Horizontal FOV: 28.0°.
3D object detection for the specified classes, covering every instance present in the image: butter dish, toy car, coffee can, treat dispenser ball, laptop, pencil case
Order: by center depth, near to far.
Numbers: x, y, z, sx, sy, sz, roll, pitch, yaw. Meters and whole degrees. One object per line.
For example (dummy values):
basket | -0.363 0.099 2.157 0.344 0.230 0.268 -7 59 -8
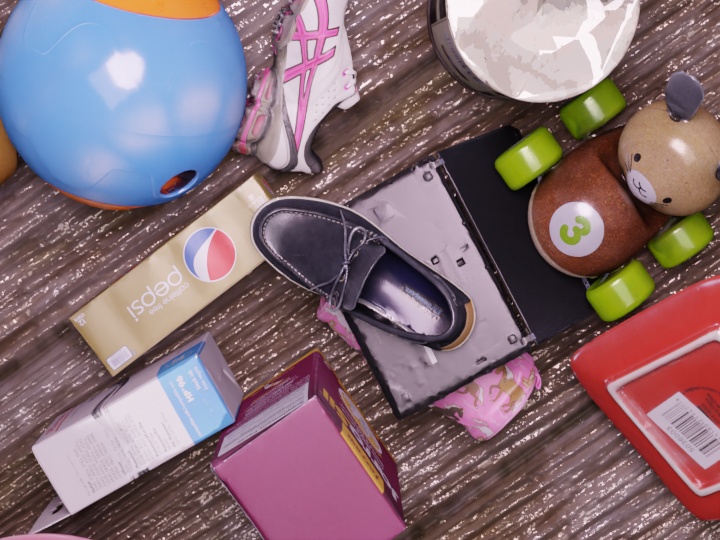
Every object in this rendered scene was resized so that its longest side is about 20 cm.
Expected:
coffee can | 0.131 -0.208 1.143 0.144 0.200 0.149 0 98 -1
treat dispenser ball | -0.188 -0.150 1.144 0.197 0.201 0.204 0 97 -1
toy car | 0.232 -0.077 1.146 0.157 0.200 0.165 -37 92 -24
laptop | 0.082 -0.003 1.209 0.198 0.103 0.179 -29 85 7
butter dish | 0.314 0.081 1.218 0.200 0.148 0.199 48 134 -8
pencil case | 0.058 0.059 1.237 0.199 0.087 0.083 38 52 -5

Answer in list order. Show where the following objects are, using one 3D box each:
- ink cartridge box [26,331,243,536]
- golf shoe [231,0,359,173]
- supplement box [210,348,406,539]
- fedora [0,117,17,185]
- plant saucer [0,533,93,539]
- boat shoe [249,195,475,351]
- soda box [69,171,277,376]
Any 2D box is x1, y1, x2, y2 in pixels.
ink cartridge box | -0.203 0.136 1.223 0.198 0.116 0.068 -30 96 2
golf shoe | -0.036 -0.180 1.212 0.091 0.073 0.202 21 106 -10
supplement box | -0.041 0.159 1.187 0.103 0.200 0.132 -34 98 4
fedora | -0.340 -0.115 1.181 0.081 0.200 0.202 -33 98 -29
plant saucer | -0.263 0.302 1.224 0.197 0.051 0.202 -1 134 -1
boat shoe | 0.000 0.000 1.138 0.198 0.062 0.075 30 95 9
soda box | -0.148 0.001 1.231 0.199 0.068 0.064 -36 96 4
